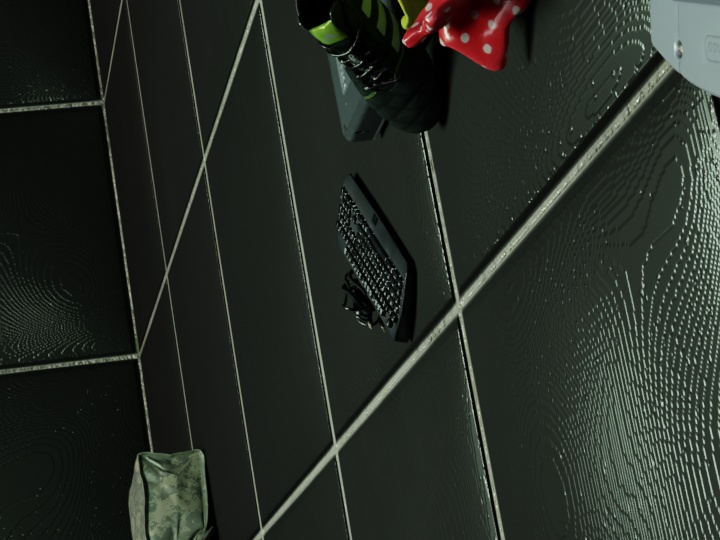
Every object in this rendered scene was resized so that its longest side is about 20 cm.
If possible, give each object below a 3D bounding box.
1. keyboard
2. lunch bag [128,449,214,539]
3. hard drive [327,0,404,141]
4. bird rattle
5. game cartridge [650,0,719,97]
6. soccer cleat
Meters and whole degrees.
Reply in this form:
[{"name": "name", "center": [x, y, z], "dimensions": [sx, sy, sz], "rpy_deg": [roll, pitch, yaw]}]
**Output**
[{"name": "keyboard", "center": [0.000, 0.000, 1.595], "dimensions": [0.200, 0.039, 0.105], "rpy_deg": [-120, 28, -60]}, {"name": "lunch bag", "center": [-0.281, 0.388, 2.737], "dimensions": [0.164, 0.116, 0.202], "rpy_deg": [111, 154, -60]}, {"name": "hard drive", "center": [0.007, -0.208, 1.487], "dimensions": [0.200, 0.033, 0.141], "rpy_deg": [119, 143, -67]}, {"name": "bird rattle", "center": [0.045, -0.228, 1.207], "dimensions": [0.200, 0.112, 0.164], "rpy_deg": [-142, 64, -67]}, {"name": "game cartridge", "center": [0.175, -0.143, 0.814], "dimensions": [0.200, 0.041, 0.134], "rpy_deg": [-136, 37, -75]}, {"name": "soccer cleat", "center": [-0.006, -0.174, 1.336], "dimensions": [0.201, 0.067, 0.081], "rpy_deg": [58, -146, -23]}]
